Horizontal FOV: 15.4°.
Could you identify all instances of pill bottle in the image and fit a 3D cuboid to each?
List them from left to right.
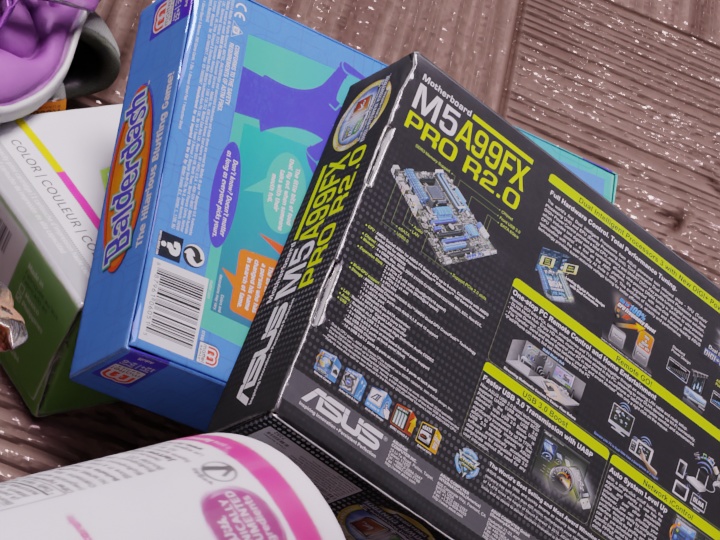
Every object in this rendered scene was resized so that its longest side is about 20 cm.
[{"bbox_3d":[-0.106,0.121,0.797,0.200,0.114,0.113,-12,50,-39],"label":"pill bottle"}]

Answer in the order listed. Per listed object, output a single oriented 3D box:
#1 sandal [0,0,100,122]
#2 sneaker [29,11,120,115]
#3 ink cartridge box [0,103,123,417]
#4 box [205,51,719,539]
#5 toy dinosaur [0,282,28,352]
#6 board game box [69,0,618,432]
[{"bbox_3d":[-0.127,-0.127,1.038,0.082,0.050,0.203,39,33,-8],"label":"sandal"},{"bbox_3d":[-0.164,-0.074,1.039,0.079,0.074,0.200,39,38,9],"label":"sneaker"},{"bbox_3d":[-0.059,-0.013,1.035,0.200,0.059,0.104,-9,48,-38],"label":"ink cartridge box"},{"bbox_3d":[0.057,0.044,0.949,0.200,0.044,0.160,36,55,-22],"label":"box"},{"bbox_3d":[-0.214,-0.032,0.917,0.135,0.086,0.200,-17,74,-45],"label":"toy dinosaur"},{"bbox_3d":[0.000,0.000,0.980,0.200,0.045,0.152,24,60,-27],"label":"board game box"}]
